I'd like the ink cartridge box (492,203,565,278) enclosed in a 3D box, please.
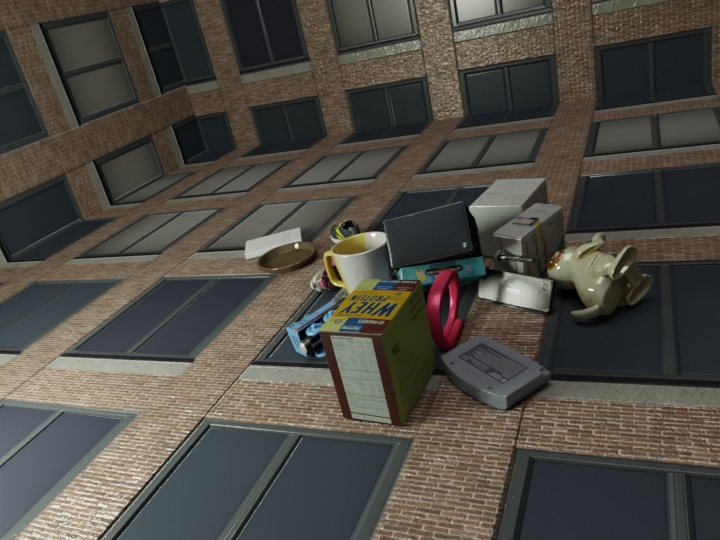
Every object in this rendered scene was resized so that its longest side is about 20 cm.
[{"bbox_3d":[0.417,-0.058,1.527,0.083,0.147,0.199,14,36,44],"label":"ink cartridge box"}]

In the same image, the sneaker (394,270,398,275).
[{"bbox_3d":[0.169,-0.013,1.644,0.198,0.085,0.074,5,29,35],"label":"sneaker"}]

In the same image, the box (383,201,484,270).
[{"bbox_3d":[0.181,-0.071,1.505,0.197,0.125,0.198,-13,-9,16],"label":"box"}]

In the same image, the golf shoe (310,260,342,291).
[{"bbox_3d":[-0.059,-0.002,1.759,0.198,0.074,0.092,-26,7,-36],"label":"golf shoe"}]

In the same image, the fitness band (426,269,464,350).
[{"bbox_3d":[0.185,0.084,1.348,0.037,0.146,0.200,-4,26,25],"label":"fitness band"}]

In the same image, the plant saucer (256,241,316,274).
[{"bbox_3d":[-0.234,-0.039,1.994,0.197,0.030,0.201,-11,24,5],"label":"plant saucer"}]

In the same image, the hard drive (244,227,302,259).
[{"bbox_3d":[-0.300,-0.095,2.154,0.197,0.027,0.132,-15,24,-2],"label":"hard drive"}]

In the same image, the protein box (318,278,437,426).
[{"bbox_3d":[0.041,0.152,1.210,0.133,0.203,0.199,1,27,29],"label":"protein box"}]

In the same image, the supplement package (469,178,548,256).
[{"bbox_3d":[0.418,-0.148,1.716,0.150,0.153,0.200,4,30,36],"label":"supplement package"}]

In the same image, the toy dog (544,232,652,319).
[{"bbox_3d":[0.504,0.015,1.372,0.195,0.139,0.200,-54,32,0],"label":"toy dog"}]

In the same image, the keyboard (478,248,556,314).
[{"bbox_3d":[0.360,0.021,1.431,0.020,0.129,0.198,2,8,-44],"label":"keyboard"}]

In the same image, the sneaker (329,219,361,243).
[{"bbox_3d":[-0.042,-0.130,2.014,0.074,0.086,0.199,-24,26,-23],"label":"sneaker"}]

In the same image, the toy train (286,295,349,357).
[{"bbox_3d":[-0.074,0.127,1.466,0.199,0.088,0.114,-33,25,-27],"label":"toy train"}]

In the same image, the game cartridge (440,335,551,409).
[{"bbox_3d":[0.251,0.195,1.207,0.132,0.042,0.199,-21,24,-23],"label":"game cartridge"}]

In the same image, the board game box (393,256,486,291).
[{"bbox_3d":[0.186,0.015,1.501,0.196,0.048,0.151,-8,-9,-6],"label":"board game box"}]

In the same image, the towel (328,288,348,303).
[{"bbox_3d":[0.018,0.067,1.614,0.197,0.035,0.193,-3,27,25],"label":"towel"}]

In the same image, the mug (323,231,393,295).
[{"bbox_3d":[0.009,-0.002,1.546,0.147,0.155,0.186,-21,22,-16],"label":"mug"}]
